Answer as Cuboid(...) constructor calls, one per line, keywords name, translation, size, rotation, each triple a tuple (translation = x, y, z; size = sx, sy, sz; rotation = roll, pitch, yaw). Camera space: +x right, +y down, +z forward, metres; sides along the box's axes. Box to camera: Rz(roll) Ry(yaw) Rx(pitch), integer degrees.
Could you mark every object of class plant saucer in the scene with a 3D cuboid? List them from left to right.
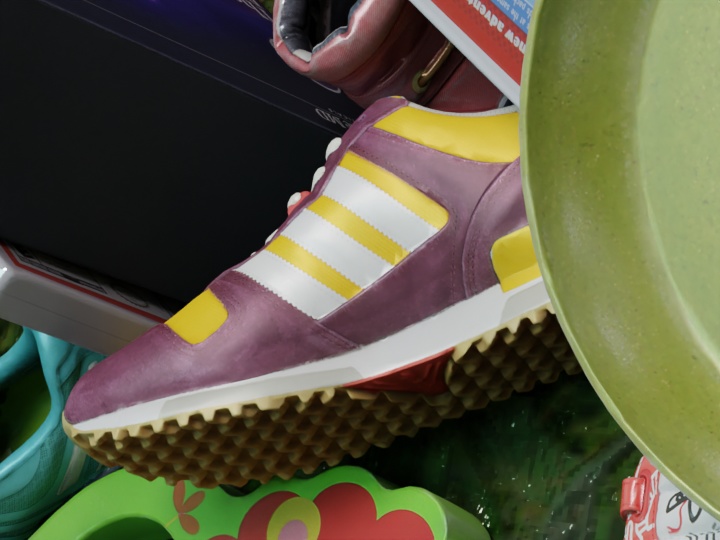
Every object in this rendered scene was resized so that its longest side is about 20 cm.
Cuboid(name="plant saucer", translation=(0.127, -0.030, 0.558), size=(0.199, 0.031, 0.202), rotation=(4, 97, 34))

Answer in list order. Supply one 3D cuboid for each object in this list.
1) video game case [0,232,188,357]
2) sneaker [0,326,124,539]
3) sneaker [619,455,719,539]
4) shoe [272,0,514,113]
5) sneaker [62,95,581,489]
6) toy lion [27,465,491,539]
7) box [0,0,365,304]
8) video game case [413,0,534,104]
Cuboid(name="video game case", translation=(-0.112, -0.029, 0.853), size=(0.017, 0.143, 0.200), rotation=(-53, 47, 12))
Cuboid(name="sneaker", translation=(-0.141, 0.078, 0.888), size=(0.200, 0.079, 0.078), rotation=(-47, 50, 22))
Cuboid(name="sneaker", translation=(0.080, 0.116, 0.680), size=(0.201, 0.067, 0.108), rotation=(-36, 53, 24))
Cuboid(name="shoe", translation=(0.039, -0.140, 0.789), size=(0.071, 0.091, 0.201), rotation=(18, 88, 44))
Cuboid(name="sneaker", translation=(0.000, 0.000, 0.765), size=(0.199, 0.075, 0.091), rotation=(-18, 67, 11))
Cuboid(name="toy lion", translation=(-0.041, 0.134, 0.794), size=(0.192, 0.069, 0.200), rotation=(-49, 48, 10))
Cuboid(name="box", translation=(-0.095, -0.066, 0.811), size=(0.079, 0.199, 0.141), rotation=(-52, 48, 15))
Cuboid(name="video game case", translation=(0.078, -0.132, 0.644), size=(0.143, 0.017, 0.201), rotation=(48, 127, 40))
